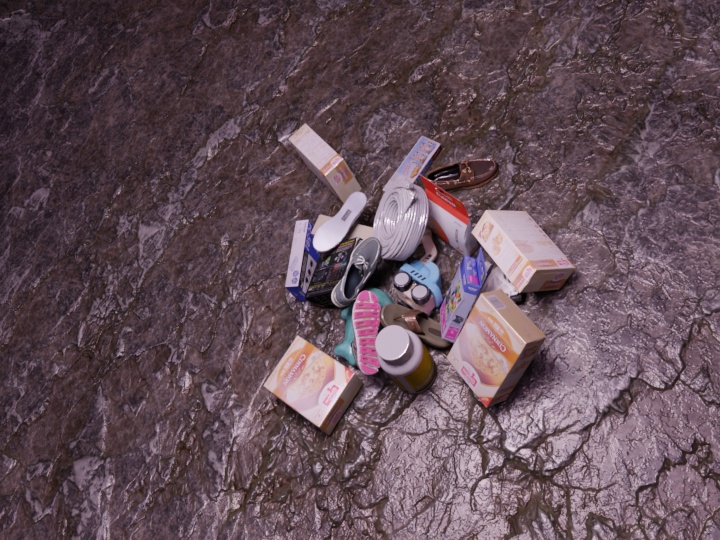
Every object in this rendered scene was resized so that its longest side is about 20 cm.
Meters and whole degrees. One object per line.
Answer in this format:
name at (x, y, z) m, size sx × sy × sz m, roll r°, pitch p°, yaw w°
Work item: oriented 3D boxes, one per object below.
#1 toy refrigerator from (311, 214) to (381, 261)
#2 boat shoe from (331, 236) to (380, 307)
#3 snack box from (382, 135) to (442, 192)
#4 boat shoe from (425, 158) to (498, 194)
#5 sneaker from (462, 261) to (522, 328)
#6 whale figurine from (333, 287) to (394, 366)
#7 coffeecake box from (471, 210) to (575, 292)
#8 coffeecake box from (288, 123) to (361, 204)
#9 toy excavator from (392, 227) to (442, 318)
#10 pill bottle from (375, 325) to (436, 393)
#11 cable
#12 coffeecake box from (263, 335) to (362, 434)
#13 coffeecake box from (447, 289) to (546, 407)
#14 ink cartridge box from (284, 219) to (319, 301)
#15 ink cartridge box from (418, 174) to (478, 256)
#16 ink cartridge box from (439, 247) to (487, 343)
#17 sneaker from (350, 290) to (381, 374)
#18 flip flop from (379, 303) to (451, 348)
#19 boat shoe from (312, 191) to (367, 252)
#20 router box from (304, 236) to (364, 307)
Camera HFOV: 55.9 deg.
toy refrigerator at (-0.032, -0.086, 1.862) m, size 0.197 × 0.076 × 0.071 m, roll 16°, pitch 70°, yaw 28°
boat shoe at (0.000, 0.000, 1.650) m, size 0.072 × 0.062 × 0.202 m, roll 37°, pitch 69°, yaw -12°
snack box at (0.148, -0.288, 1.923) m, size 0.071 × 0.024 × 0.201 m, roll 29°, pitch 78°, yaw 33°
boat shoe at (0.273, -0.259, 1.829) m, size 0.196 × 0.071 × 0.072 m, roll -18°, pitch 57°, yaw 12°
sneaker at (0.321, 0.076, 1.627) m, size 0.113 × 0.076 × 0.203 m, roll 12°, pitch 67°, yaw 29°
whale figurine at (0.004, 0.135, 1.713) m, size 0.158 × 0.104 × 0.202 m, roll 29°, pitch 78°, yaw 32°
coffeecake box at (0.383, -0.048, 1.602) m, size 0.201 × 0.151 × 0.074 m, roll 57°, pitch 133°, yaw 34°
coffeecake box at (-0.102, -0.307, 1.960) m, size 0.073 × 0.154 × 0.200 m, roll -41°, pitch 56°, yaw -3°
toy excavator at (0.161, 0.000, 1.738) m, size 0.199 × 0.101 × 0.193 m, roll -41°, pitch 54°, yaw -19°
pill bottle at (0.102, 0.204, 1.577) m, size 0.109 × 0.200 × 0.113 m, roll -9°, pitch 61°, yaw 17°
cable at (0.097, -0.126, 1.708) m, size 0.200 × 0.068 × 0.204 m, roll -139°, pitch 62°, yaw -65°
coffeecake box at (-0.118, 0.284, 1.696) m, size 0.198 × 0.073 × 0.155 m, roll 28°, pitch 76°, yaw 31°
coffeecake box at (0.296, 0.172, 1.506) m, size 0.072 × 0.202 × 0.154 m, roll -9°, pitch 45°, yaw -36°
ink cartridge box at (-0.156, -0.028, 1.872) m, size 0.043 × 0.094 × 0.204 m, roll -4°, pitch 63°, yaw 21°
ink cartridge box at (0.212, -0.134, 1.709) m, size 0.050 × 0.200 × 0.162 m, roll -46°, pitch 56°, yaw -6°
ink cartridge box at (0.238, 0.054, 1.594) m, size 0.041 × 0.202 × 0.120 m, roll 17°, pitch 32°, yaw -8°
sneaker at (0.010, 0.153, 1.638) m, size 0.072 × 0.087 × 0.204 m, roll 0°, pitch 75°, yaw -14°
flip flop at (0.139, 0.127, 1.628) m, size 0.197 × 0.058 × 0.082 m, roll 23°, pitch 53°, yaw -9°
boat shoe at (-0.053, -0.122, 1.807) m, size 0.069 × 0.066 × 0.201 m, roll 33°, pitch 76°, yaw 10°
router box at (-0.057, 0.008, 1.775) m, size 0.199 × 0.061 × 0.152 m, roll -14°, pitch 53°, yaw 57°
